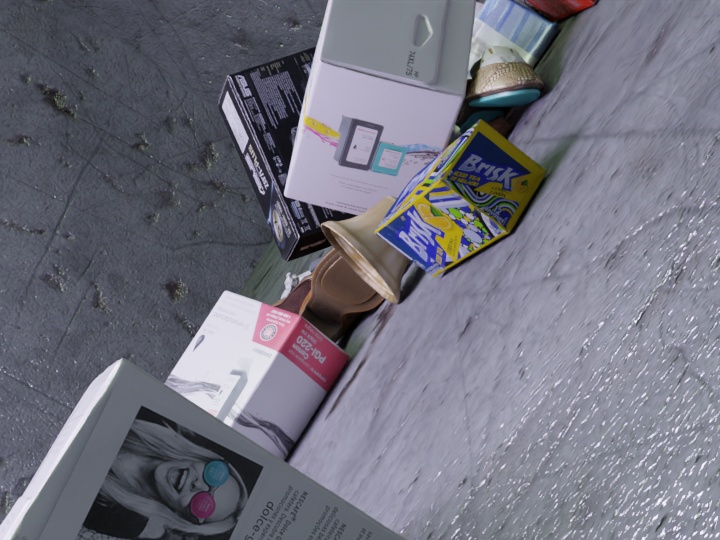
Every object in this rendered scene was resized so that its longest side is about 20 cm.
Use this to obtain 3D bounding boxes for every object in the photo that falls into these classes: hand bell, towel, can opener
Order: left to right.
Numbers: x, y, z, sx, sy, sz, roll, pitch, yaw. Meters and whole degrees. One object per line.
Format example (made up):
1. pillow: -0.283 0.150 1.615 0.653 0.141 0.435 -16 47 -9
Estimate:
1. can opener: -0.041 0.014 2.040 0.200 0.066 0.053 -31 28 57
2. hand bell: 0.069 -0.074 1.587 0.200 0.104 0.104 -44 4 -8
3. towel: 0.121 -0.201 1.789 0.201 0.024 0.147 -54 30 8

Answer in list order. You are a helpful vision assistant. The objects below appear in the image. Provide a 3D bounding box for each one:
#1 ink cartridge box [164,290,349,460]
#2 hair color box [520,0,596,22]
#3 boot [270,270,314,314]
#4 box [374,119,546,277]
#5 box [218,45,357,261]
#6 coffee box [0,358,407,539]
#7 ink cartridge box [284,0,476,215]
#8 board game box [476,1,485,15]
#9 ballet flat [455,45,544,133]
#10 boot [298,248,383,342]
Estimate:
1. ink cartridge box: -0.126 0.133 1.653 0.145 0.085 0.201 15 70 51
2. hair color box: 0.219 -0.318 1.698 0.102 0.061 0.200 -56 7 0
3. boot: -0.092 0.093 1.925 0.200 0.072 0.167 -55 7 31
4. box: 0.078 -0.055 1.357 0.064 0.070 0.200 -55 6 -17
5. box: -0.042 -0.136 1.826 0.163 0.201 0.086 -21 -11 -18
6. coffee box: -0.107 0.189 0.898 0.201 0.197 0.200 -59 7 -12
7. ink cartridge box: 0.019 -0.173 1.660 0.201 0.145 0.147 109 173 -50
8. board game box: 0.072 -0.228 1.930 0.199 0.041 0.201 23 76 42
9. ballet flat: 0.127 -0.182 1.614 0.200 0.070 0.066 153 115 -75
10. boot: 0.000 0.000 1.758 0.201 0.076 0.155 -61 -2 34
